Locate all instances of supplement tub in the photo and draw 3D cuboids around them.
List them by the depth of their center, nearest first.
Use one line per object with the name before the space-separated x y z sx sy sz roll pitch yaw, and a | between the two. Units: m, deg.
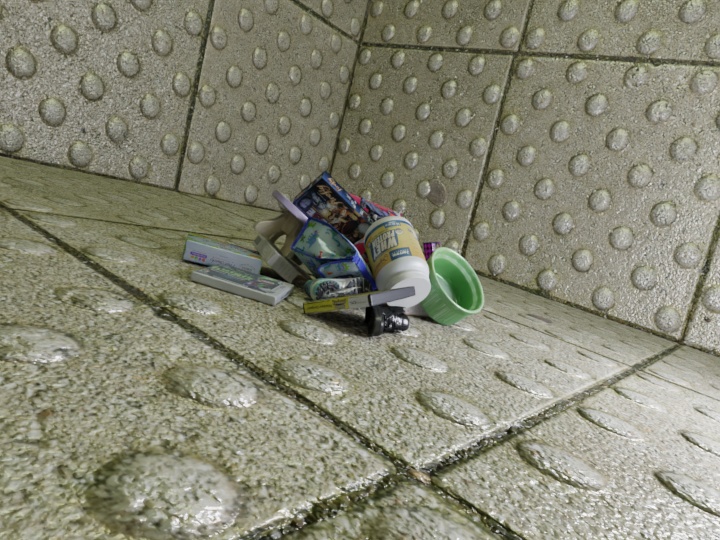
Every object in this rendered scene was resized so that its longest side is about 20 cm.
supplement tub | 0.095 -0.022 1.391 0.141 0.146 0.204 10 45 -32

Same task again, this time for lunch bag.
lunch bag | -0.059 -0.024 1.400 0.196 0.130 0.171 21 -18 31

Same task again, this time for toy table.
toy table | -0.197 -0.112 1.478 0.199 0.118 0.184 42 -1 -25

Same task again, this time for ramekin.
ramekin | 0.236 0.049 1.477 0.196 0.097 0.205 26 43 -27

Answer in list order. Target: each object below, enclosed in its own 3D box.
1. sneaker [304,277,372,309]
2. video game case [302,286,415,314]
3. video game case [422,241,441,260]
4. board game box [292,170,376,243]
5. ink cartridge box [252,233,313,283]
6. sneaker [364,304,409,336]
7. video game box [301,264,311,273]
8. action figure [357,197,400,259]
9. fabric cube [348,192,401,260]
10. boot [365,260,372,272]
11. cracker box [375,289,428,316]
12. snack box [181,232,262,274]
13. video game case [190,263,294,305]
sneaker | -0.053 0.045 1.340 0.196 0.080 0.085 9 6 -42
video game case | 0.000 0.064 1.181 0.176 0.026 0.198 -10 -2 33
video game case | 0.237 0.012 1.704 0.035 0.208 0.181 -6 0 17
board game box | -0.069 -0.155 1.444 0.199 0.035 0.134 42 -48 -21
ink cartridge box | -0.207 -0.013 1.493 0.176 0.045 0.200 43 -1 -28
sneaker | 0.064 0.107 1.189 0.101 0.062 0.200 10 5 -6
video game box | -0.139 -0.019 1.742 0.194 0.048 0.181 18 10 18
action figure | 0.052 -0.125 1.682 0.199 0.193 0.105 42 -22 11
fabric cube | 0.015 -0.104 1.823 0.193 0.202 0.201 19 -17 5
boot | 0.000 0.000 1.560 0.161 0.074 0.201 -15 21 5
cracker box | 0.137 0.081 1.534 0.196 0.060 0.132 10 10 -41
snack box | -0.359 -0.041 1.407 0.194 0.055 0.142 15 8 -18
video game case | -0.263 0.027 1.236 0.194 0.024 0.182 16 7 4
